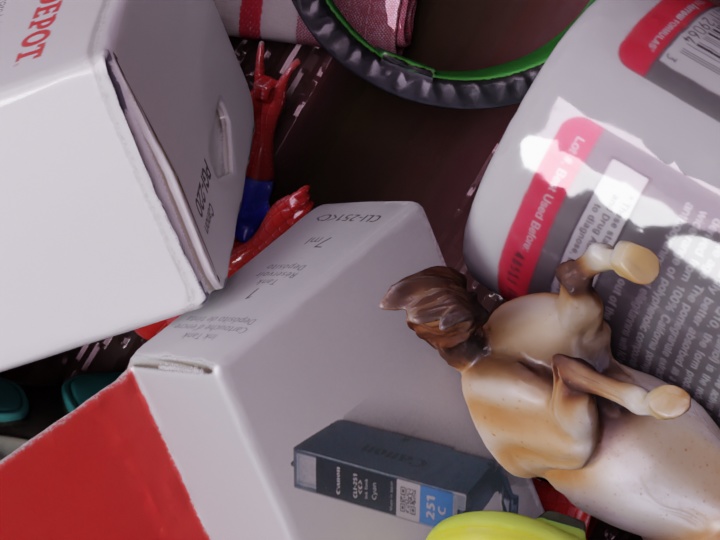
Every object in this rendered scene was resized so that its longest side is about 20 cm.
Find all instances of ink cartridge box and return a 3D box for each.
[{"bbox_3d":[-0.015,0.108,0.699,0.045,0.176,0.200,1,121,46],"label":"ink cartridge box"},{"bbox_3d":[-0.141,-0.025,0.730,0.200,0.146,0.085,-16,115,10],"label":"ink cartridge box"}]

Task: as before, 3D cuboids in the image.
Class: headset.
[{"bbox_3d":[0.046,-0.152,0.783,0.123,0.094,0.200,20,102,-9],"label":"headset"}]

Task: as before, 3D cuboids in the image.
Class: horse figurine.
[{"bbox_3d":[0.083,0.052,0.689,0.200,0.133,0.050,36,70,-13],"label":"horse figurine"}]

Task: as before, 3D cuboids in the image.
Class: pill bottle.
[{"bbox_3d":[0.140,0.004,0.728,0.200,0.111,0.111,32,95,15],"label":"pill bottle"}]

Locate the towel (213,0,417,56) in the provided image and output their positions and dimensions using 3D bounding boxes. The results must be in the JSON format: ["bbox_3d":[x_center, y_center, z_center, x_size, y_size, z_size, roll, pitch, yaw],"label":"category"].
[{"bbox_3d":[-0.068,-0.155,0.841,0.200,0.023,0.144,9,91,17],"label":"towel"}]

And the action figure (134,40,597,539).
[{"bbox_3d":[0.000,0.000,0.783,0.200,0.065,0.099,22,115,15],"label":"action figure"}]

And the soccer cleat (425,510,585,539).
[{"bbox_3d":[0.073,0.151,0.703,0.065,0.084,0.200,-10,126,33],"label":"soccer cleat"}]

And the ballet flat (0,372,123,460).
[{"bbox_3d":[-0.104,0.064,0.795,0.200,0.067,0.064,5,107,-14],"label":"ballet flat"}]
